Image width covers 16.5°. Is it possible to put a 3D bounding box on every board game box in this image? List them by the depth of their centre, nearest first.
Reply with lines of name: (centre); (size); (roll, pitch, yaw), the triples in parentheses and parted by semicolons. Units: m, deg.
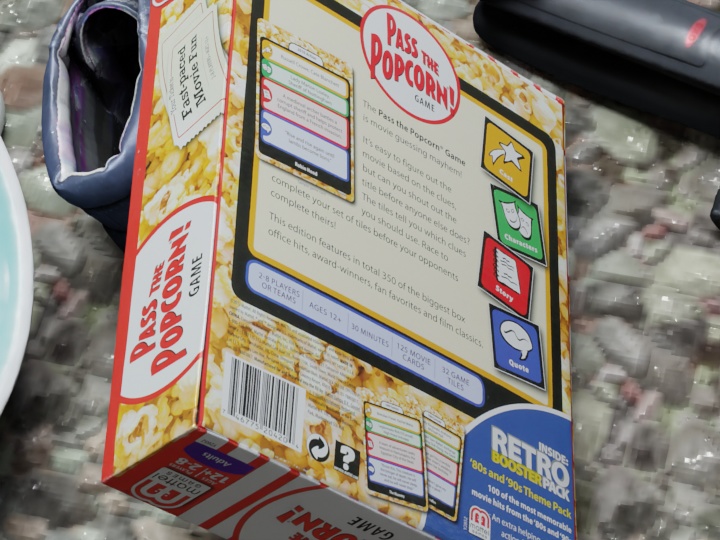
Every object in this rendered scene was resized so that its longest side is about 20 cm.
board game box: (0.000, 0.000, 0.776); (0.151, 0.046, 0.200); (29, 47, -32)

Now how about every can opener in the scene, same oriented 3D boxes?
can opener: (0.120, -0.066, 0.862); (0.200, 0.063, 0.079); (31, 62, 22)

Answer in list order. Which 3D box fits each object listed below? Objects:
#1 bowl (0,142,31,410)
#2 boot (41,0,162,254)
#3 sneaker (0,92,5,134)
bowl: (-0.214, 0.002, 0.764); (0.201, 0.105, 0.201); (17, 60, -33)
boot: (-0.059, -0.093, 0.851); (0.073, 0.090, 0.200); (-13, 58, 23)
sneaker: (-0.231, -0.082, 0.867); (0.200, 0.099, 0.071); (0, 56, 4)
